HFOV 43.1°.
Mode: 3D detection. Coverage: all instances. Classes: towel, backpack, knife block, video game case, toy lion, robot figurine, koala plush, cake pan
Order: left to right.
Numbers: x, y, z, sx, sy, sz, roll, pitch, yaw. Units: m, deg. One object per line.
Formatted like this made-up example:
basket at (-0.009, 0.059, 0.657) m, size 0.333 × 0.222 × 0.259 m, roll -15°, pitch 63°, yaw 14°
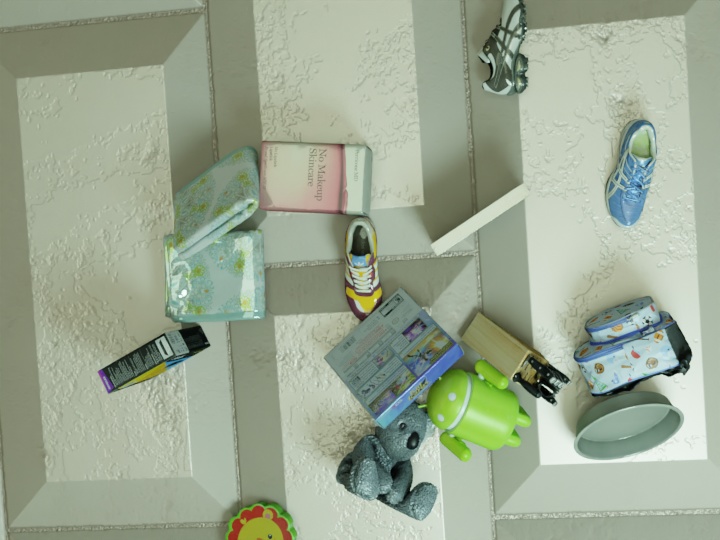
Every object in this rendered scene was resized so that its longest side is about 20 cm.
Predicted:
towel at (-0.283, 0.011, 1.757) m, size 0.198 × 0.048 × 0.173 m, roll -2°, pitch 93°, yaw 7°
towel at (-0.268, -0.126, 1.695) m, size 0.199 × 0.172 × 0.048 m, roll -33°, pitch 131°, yaw 19°
toy lion at (-0.192, 0.562, 1.772) m, size 0.191 × 0.069 × 0.200 m, roll 41°, pitch 97°, yaw 11°
koala plush at (0.058, 0.326, 1.685) m, size 0.176 × 0.183 × 0.202 m, roll 26°, pitch 81°, yaw -21°
video game case at (0.059, 0.156, 1.662) m, size 0.200 × 0.046 × 0.181 m, roll -42°, pitch 49°, yaw -3°
robot figurine at (0.208, 0.253, 1.663) m, size 0.198 × 0.116 × 0.177 m, roll 24°, pitch 102°, yaw -12°
knife block at (0.278, 0.161, 1.634) m, size 0.199 × 0.176 × 0.064 m, roll 35°, pitch 94°, yaw 5°
cake pan at (0.472, 0.276, 1.621) m, size 0.198 × 0.201 × 0.037 m, roll -17°, pitch 52°, yaw 7°
backpack at (0.472, 0.138, 1.609) m, size 0.190 × 0.200 × 0.155 m, roll -32°, pitch 82°, yaw 14°

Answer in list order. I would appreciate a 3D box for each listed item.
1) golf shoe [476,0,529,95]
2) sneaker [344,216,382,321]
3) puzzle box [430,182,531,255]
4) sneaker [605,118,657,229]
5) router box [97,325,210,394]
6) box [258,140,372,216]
golf shoe at (0.259, -0.422, 1.664) m, size 0.093 × 0.078 × 0.202 m, roll -1°, pitch 91°, yaw 8°
sneaker at (0.000, 0.000, 1.705) m, size 0.074 × 0.090 × 0.202 m, roll -6°, pitch 92°, yaw 7°
puzzle box at (0.217, -0.092, 1.653) m, size 0.199 × 0.133 × 0.026 m, roll -34°, pitch 88°, yaw 8°
sneaker at (0.490, -0.176, 1.644) m, size 0.075 × 0.077 × 0.202 m, roll 6°, pitch 94°, yaw 5°
router box at (-0.381, 0.164, 1.706) m, size 0.148 × 0.200 × 0.051 m, roll -29°, pitch 86°, yaw 8°
box at (-0.082, -0.171, 1.700) m, size 0.198 × 0.109 × 0.129 m, roll 3°, pitch 92°, yaw 8°
